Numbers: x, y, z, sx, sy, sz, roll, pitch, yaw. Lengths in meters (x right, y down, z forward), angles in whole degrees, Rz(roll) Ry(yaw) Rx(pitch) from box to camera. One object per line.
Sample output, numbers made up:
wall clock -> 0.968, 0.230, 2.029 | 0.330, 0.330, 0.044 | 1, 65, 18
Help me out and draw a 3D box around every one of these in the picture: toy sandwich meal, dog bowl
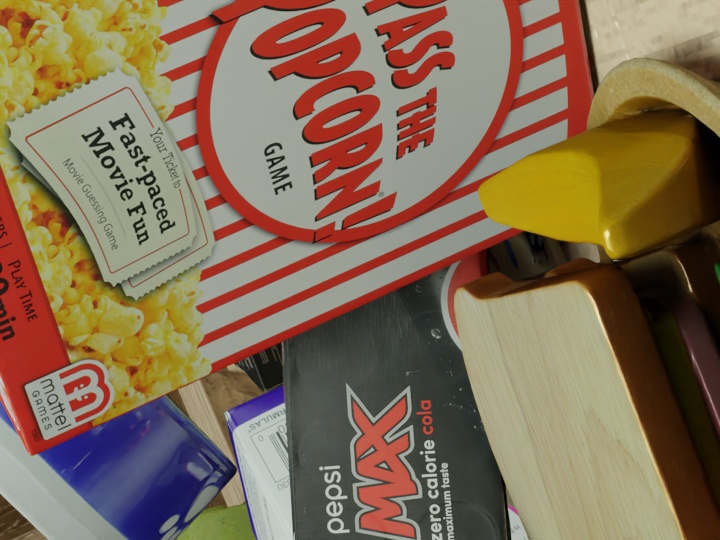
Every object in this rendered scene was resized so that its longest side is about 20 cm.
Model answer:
toy sandwich meal -> 0.088, 0.037, 0.641 | 0.206, 0.070, 0.206 | 61, 167, 24
dog bowl -> -0.150, 0.048, 1.075 | 0.200, 0.079, 0.200 | 46, 174, 6

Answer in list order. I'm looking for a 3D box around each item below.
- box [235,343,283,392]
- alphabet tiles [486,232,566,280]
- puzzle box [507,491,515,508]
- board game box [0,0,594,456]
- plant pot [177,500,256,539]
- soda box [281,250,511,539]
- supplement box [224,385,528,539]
box -> -0.088, -0.046, 1.329 | 0.201, 0.043, 0.160 | 70, 168, -16
alphabet tiles -> 0.020, -0.090, 0.857 | 0.166, 0.006, 0.201 | 163, 83, -79
puzzle box -> 0.000, 0.000, 0.921 | 0.133, 0.025, 0.200 | 31, -159, -51
board game box -> -0.032, -0.054, 0.688 | 0.046, 0.199, 0.152 | 51, 161, 50
plant pot -> -0.063, 0.248, 1.508 | 0.200, 0.198, 0.191 | 112, 146, -74
soda box -> 0.009, 0.027, 0.781 | 0.063, 0.070, 0.201 | 84, -179, -60
supplement box -> 0.032, 0.140, 1.015 | 0.200, 0.101, 0.104 | 58, 166, 37
